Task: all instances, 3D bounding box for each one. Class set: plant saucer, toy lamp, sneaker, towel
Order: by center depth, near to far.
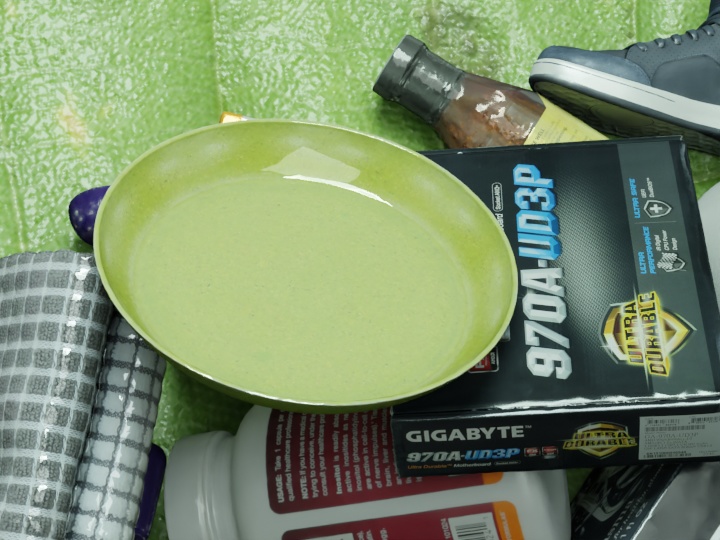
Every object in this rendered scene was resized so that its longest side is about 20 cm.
[{"bbox_3d":[-0.026,0.000,0.789,0.199,0.031,0.200,7,40,-6],"label":"plant saucer"},{"bbox_3d":[-0.183,0.081,0.845,0.085,0.200,0.166,18,72,-36],"label":"towel"},{"bbox_3d":[-0.135,0.053,0.915,0.058,0.058,0.200,1,61,-8],"label":"toy lamp"},{"bbox_3d":[0.204,-0.150,1.021,0.202,0.077,0.147,11,85,-16],"label":"sneaker"}]

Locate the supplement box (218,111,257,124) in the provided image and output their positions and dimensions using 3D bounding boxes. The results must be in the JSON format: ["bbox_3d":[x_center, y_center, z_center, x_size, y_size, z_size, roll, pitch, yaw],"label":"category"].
[{"bbox_3d":[0.000,0.000,0.960,0.199,0.074,0.126,15,73,-4],"label":"supplement box"}]

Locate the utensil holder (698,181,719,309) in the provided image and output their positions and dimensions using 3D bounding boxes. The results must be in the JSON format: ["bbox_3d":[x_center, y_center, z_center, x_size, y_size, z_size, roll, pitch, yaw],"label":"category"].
[{"bbox_3d":[0.289,-0.001,0.922,0.170,0.200,0.170,3,81,-22],"label":"utensil holder"}]

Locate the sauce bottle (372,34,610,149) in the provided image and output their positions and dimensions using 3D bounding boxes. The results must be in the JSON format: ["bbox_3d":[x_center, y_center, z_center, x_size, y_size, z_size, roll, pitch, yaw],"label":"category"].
[{"bbox_3d":[0.101,-0.073,0.999,0.200,0.066,0.066,34,73,-1],"label":"sauce bottle"}]

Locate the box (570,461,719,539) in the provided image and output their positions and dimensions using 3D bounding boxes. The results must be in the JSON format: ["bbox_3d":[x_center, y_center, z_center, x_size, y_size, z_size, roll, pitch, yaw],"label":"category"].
[{"bbox_3d":[0.184,0.148,0.885,0.124,0.197,0.200,36,73,2],"label":"box"}]

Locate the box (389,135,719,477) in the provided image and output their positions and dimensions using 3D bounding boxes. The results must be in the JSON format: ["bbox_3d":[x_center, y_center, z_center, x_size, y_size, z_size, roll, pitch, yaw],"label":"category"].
[{"bbox_3d":[0.096,0.013,0.841,0.159,0.046,0.200,-3,42,6],"label":"box"}]

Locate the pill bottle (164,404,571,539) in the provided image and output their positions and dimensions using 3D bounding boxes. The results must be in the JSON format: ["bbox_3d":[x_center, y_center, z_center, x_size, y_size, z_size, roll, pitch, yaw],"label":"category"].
[{"bbox_3d":[0.004,0.114,0.886,0.199,0.113,0.113,-10,76,14],"label":"pill bottle"}]
